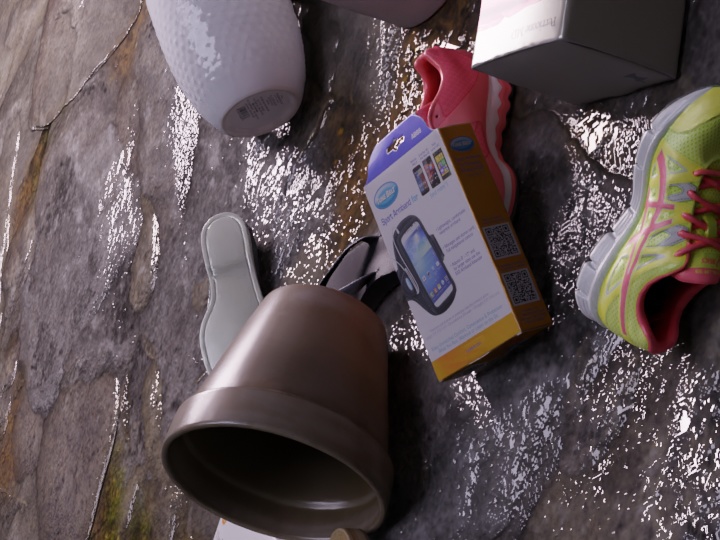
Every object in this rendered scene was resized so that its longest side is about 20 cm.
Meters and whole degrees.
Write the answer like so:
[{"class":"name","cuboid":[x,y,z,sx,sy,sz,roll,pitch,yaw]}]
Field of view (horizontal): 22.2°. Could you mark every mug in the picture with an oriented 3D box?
[{"class":"mug","cuboid":[-0.132,-0.224,1.949,0.200,0.147,0.176,92,159,-63]}]

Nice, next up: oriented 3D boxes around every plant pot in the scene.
[{"class":"plant pot","cuboid":[-0.054,0.115,1.591,0.200,0.199,0.174,-37,29,50]}]

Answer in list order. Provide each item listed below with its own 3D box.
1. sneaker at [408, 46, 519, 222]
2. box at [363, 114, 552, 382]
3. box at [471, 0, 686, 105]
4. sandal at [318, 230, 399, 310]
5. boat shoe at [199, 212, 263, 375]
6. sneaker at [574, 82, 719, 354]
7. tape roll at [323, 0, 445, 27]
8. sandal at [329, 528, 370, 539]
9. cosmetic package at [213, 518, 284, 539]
[{"class":"sneaker","cuboid":[0.076,-0.099,1.530,0.074,0.086,0.201,-38,45,50]},{"class":"box","cuboid":[0.072,-0.024,1.471,0.119,0.041,0.201,-36,70,51]},{"class":"box","cuboid":[0.173,-0.242,1.393,0.128,0.109,0.201,-10,67,60]},{"class":"sandal","cuboid":[0.000,-0.001,1.673,0.200,0.043,0.076,-45,39,45]},{"class":"boat shoe","cuboid":[-0.127,0.041,1.900,0.062,0.072,0.201,60,-158,-65]},{"class":"sneaker","cuboid":[0.224,-0.031,1.243,0.090,0.078,0.201,52,129,48]},{"class":"tape roll","cuboid":[0.011,-0.344,1.720,0.203,0.139,0.204,-39,43,50]},{"class":"sandal","cuboid":[-0.010,0.301,1.492,0.078,0.069,0.212,-64,33,37]},{"class":"cosmetic package","cuboid":[-0.079,0.274,1.681,0.200,0.050,0.083,37,109,61]}]
